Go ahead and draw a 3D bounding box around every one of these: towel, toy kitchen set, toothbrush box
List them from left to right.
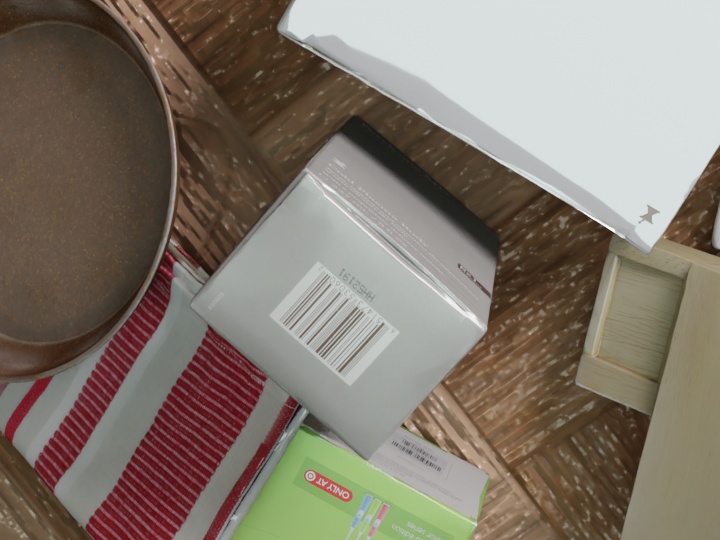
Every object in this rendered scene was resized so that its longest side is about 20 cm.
[{"bbox_3d":[-0.119,0.056,0.895,0.200,0.023,0.144,41,107,33],"label":"towel"},{"bbox_3d":[-0.043,0.166,0.930,0.145,0.086,0.200,28,102,3],"label":"toothbrush box"},{"bbox_3d":[0.230,0.090,0.888,0.200,0.180,0.163,23,104,43],"label":"toy kitchen set"}]

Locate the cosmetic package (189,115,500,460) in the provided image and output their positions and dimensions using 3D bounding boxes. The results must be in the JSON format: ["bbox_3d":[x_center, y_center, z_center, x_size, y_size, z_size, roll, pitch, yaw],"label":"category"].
[{"bbox_3d":[0.000,0.000,0.834,0.107,0.200,0.090,40,105,-5],"label":"cosmetic package"}]

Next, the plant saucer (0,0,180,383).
[{"bbox_3d":[-0.166,-0.044,0.897,0.200,0.034,0.201,-1,87,28],"label":"plant saucer"}]

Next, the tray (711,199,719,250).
[{"bbox_3d":[0.275,-0.042,0.861,0.200,0.022,0.107,6,140,6],"label":"tray"}]

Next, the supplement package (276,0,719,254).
[{"bbox_3d":[0.090,-0.131,0.839,0.200,0.111,0.156,31,104,-1],"label":"supplement package"}]
